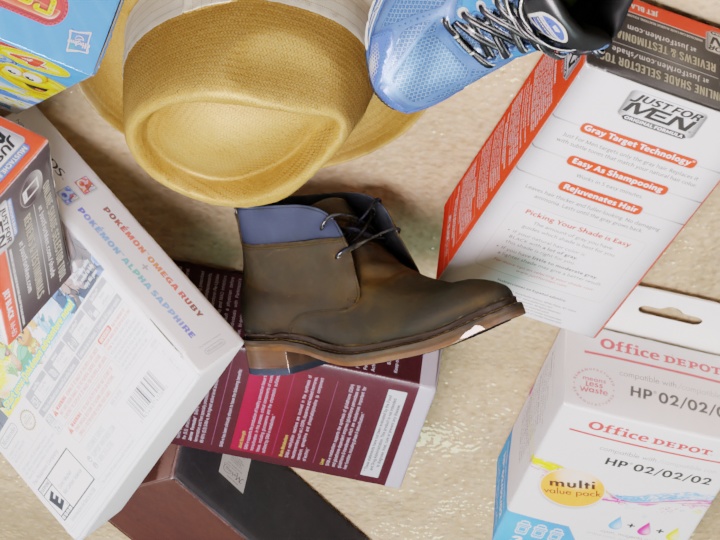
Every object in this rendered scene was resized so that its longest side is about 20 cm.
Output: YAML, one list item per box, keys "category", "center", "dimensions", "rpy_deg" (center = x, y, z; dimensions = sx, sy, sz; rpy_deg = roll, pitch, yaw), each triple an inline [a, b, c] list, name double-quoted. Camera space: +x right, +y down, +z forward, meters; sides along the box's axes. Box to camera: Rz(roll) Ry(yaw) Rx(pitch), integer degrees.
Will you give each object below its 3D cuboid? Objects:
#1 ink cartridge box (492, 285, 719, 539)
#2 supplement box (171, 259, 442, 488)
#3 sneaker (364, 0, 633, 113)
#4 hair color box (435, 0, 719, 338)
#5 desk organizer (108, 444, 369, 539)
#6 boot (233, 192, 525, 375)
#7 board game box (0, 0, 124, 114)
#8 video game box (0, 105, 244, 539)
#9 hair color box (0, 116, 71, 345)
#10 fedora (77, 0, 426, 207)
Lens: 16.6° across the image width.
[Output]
- category: "ink cartridge box"
  center: [0.159, 0.097, 1.469]
  dimensions: [0.115, 0.068, 0.200]
  rpy_deg: [12, 141, -6]
- category: "supplement box"
  center: [-0.059, 0.060, 1.466]
  dimensions: [0.199, 0.061, 0.109]
  rpy_deg: [12, 140, -5]
- category: "sneaker"
  center: [0.076, -0.135, 1.161]
  dimensions: [0.078, 0.089, 0.200]
  rpy_deg: [34, 126, -27]
- category: "hair color box"
  center: [0.122, -0.053, 1.295]
  dimensions: [0.101, 0.061, 0.200]
  rpy_deg: [18, 141, -13]
- category: "desk organizer"
  center: [-0.084, 0.164, 1.593]
  dimensions: [0.077, 0.072, 0.200]
  rpy_deg: [-17, 135, 31]
- category: "boot"
  center: [0.000, 0.000, 1.324]
  dimensions: [0.200, 0.097, 0.075]
  rpy_deg: [-10, -175, 44]
- category: "board game box"
  center: [-0.227, -0.144, 1.171]
  dimensions: [0.200, 0.056, 0.196]
  rpy_deg: [22, 172, -16]
- category: "video game box"
  center: [-0.173, 0.033, 1.393]
  dimensions: [0.182, 0.047, 0.200]
  rpy_deg: [47, 138, 7]
- category: "hair color box"
  center: [-0.254, -0.052, 1.299]
  dimensions: [0.200, 0.064, 0.111]
  rpy_deg: [24, 145, 20]
- category: "fedora"
  center: [-0.059, -0.091, 1.261]
  dimensions: [0.200, 0.082, 0.201]
  rpy_deg: [4, 142, 3]
